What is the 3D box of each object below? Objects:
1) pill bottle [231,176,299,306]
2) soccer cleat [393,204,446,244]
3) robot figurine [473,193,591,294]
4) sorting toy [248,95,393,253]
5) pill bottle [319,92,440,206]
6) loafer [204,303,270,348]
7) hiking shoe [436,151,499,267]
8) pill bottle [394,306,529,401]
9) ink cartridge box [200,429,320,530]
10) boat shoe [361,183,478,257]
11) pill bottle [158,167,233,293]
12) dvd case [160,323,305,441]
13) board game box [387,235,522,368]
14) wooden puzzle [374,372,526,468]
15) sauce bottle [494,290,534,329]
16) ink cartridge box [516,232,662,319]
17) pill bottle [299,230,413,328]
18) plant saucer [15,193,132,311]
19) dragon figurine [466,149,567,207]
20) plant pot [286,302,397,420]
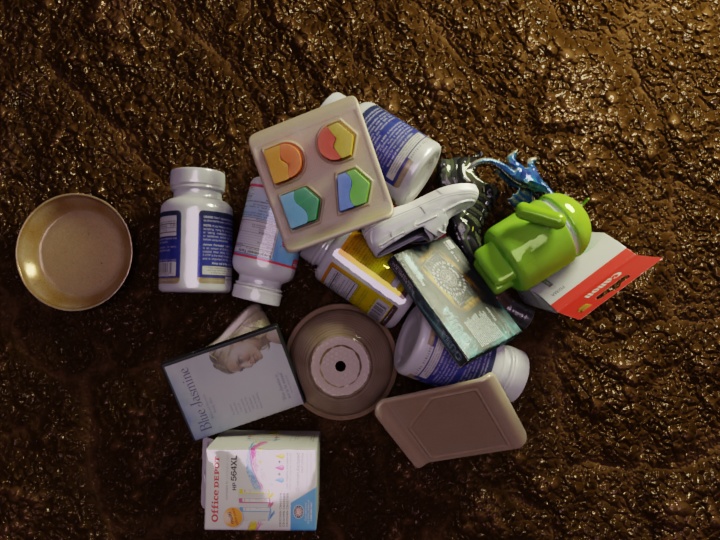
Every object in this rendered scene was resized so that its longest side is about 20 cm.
[{"bbox_3d":[-0.153,-0.047,0.967,0.108,0.109,0.202,13,87,0],"label":"pill bottle"},{"bbox_3d":[0.053,-0.079,1.003,0.199,0.067,0.077,23,118,-5],"label":"soccer cleat"},{"bbox_3d":[0.281,-0.045,0.925,0.199,0.176,0.116,-32,68,-2],"label":"robot figurine"},{"bbox_3d":[-0.063,-0.148,0.887,0.184,0.036,0.202,-19,89,8],"label":"sorting toy"},{"bbox_3d":[0.022,-0.207,0.960,0.199,0.120,0.120,35,87,10],"label":"pill bottle"},{"bbox_3d":[-0.225,0.146,0.972,0.068,0.076,0.200,42,86,7],"label":"loafer"},{"bbox_3d":[0.199,-0.107,0.992,0.100,0.076,0.202,-14,87,2],"label":"hiking shoe"},{"bbox_3d":[0.167,0.143,0.944,0.199,0.120,0.121,21,87,-10],"label":"pill bottle"},{"bbox_3d":[-0.167,0.339,0.938,0.198,0.125,0.130,0,87,-2],"label":"ink cartridge box"},{"bbox_3d":[0.102,-0.078,0.919,0.198,0.072,0.069,-19,71,-7],"label":"boat shoe"},{"bbox_3d":[-0.273,-0.064,0.960,0.119,0.120,0.202,1,87,-1],"label":"pill bottle"},{"bbox_3d":[-0.205,0.183,0.933,0.198,0.018,0.144,-19,103,1],"label":"dvd case"},{"bbox_3d":[0.147,0.042,0.901,0.135,0.028,0.201,-18,64,-36],"label":"board game box"},{"bbox_3d":[0.147,0.242,0.927,0.199,0.037,0.186,-20,126,19],"label":"wooden puzzle"},{"bbox_3d":[0.203,0.038,0.991,0.199,0.065,0.065,30,87,1],"label":"sauce bottle"},{"bbox_3d":[0.355,0.003,0.928,0.160,0.200,0.050,-36,96,-3],"label":"ink cartridge box"},{"bbox_3d":[0.000,0.000,0.967,0.199,0.109,0.110,35,87,1],"label":"pill bottle"},{"bbox_3d":[-0.489,-0.031,0.995,0.198,0.035,0.202,0,88,-1],"label":"plant saucer"},{"bbox_3d":[0.276,-0.145,0.971,0.199,0.059,0.100,7,52,-38],"label":"dragon figurine"},{"bbox_3d":[-0.032,0.156,0.967,0.199,0.093,0.203,0,87,-2],"label":"plant pot"}]
